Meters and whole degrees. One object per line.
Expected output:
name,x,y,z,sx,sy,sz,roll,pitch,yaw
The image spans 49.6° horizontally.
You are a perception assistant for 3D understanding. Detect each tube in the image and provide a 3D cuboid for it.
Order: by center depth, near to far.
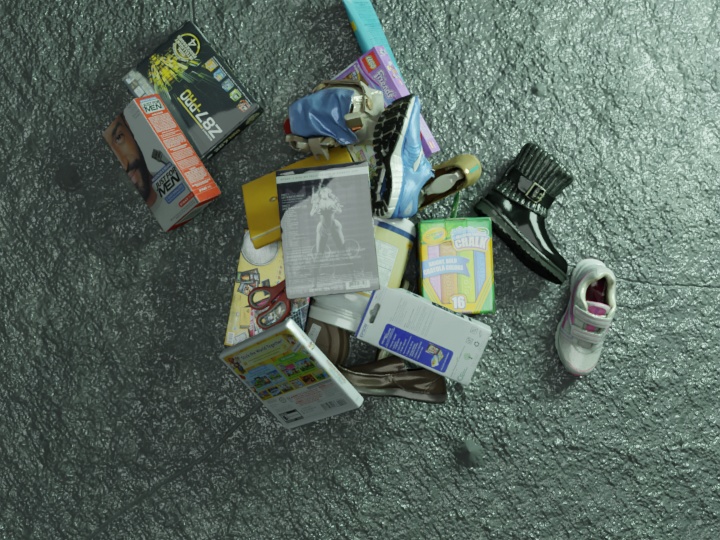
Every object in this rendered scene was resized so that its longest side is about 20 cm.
tube,0.026,-0.383,1.344,0.050,0.077,0.202,-21,91,34

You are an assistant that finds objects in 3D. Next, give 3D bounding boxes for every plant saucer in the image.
plant saucer,-0.118,0.124,1.361,0.197,0.029,0.203,0,89,1

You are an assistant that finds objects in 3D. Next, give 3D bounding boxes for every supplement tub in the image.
supplement tub,0.000,0.000,1.294,0.143,0.144,0.202,18,86,1

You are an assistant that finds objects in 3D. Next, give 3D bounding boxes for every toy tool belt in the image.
toy tool belt,-0.064,-0.246,1.277,0.198,0.123,0.126,-3,103,28

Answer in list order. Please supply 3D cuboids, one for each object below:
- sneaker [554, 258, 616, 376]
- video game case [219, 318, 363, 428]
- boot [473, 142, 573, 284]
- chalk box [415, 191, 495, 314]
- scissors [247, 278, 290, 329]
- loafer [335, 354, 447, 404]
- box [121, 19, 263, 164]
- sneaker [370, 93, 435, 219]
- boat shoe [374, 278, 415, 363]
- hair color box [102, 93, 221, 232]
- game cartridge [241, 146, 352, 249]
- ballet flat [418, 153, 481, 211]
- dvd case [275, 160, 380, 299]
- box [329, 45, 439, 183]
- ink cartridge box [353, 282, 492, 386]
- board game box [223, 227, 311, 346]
sneaker,0.383,0.080,1.317,0.080,0.088,0.203,8,90,2
video game case,-0.117,0.175,1.277,0.182,0.199,0.023,49,46,-15
boot,0.313,-0.097,1.325,0.211,0.079,0.158,45,86,-3
chalk box,0.154,-0.028,1.307,0.122,0.124,0.203,-3,89,1
scissors,-0.105,0.019,1.286,0.199,0.014,0.074,-37,82,13
loafer,0.048,0.170,1.284,0.197,0.073,0.072,8,90,-4
box,-0.291,-0.305,1.357,0.161,0.049,0.201,-39,88,5
sneaker,0.070,-0.178,1.235,0.088,0.078,0.203,10,87,-36
boat shoe,0.068,0.117,1.339,0.065,0.072,0.203,15,95,-4
hair color box,-0.338,-0.182,1.323,0.110,0.064,0.201,-32,90,36
game cartridge,-0.097,-0.127,1.300,0.198,0.177,0.033,-21,127,2
ballet flat,0.104,-0.136,1.284,0.199,0.063,0.069,-25,101,34
dvd case,-0.052,-0.063,1.211,0.147,0.016,0.203,-6,87,4
box,0.028,-0.256,1.321,0.136,0.039,0.202,-28,91,31
ink cartridge box,0.098,0.097,1.233,0.198,0.039,0.100,24,101,-1
board game box,-0.149,0.040,1.331,0.134,0.035,0.203,11,90,2
